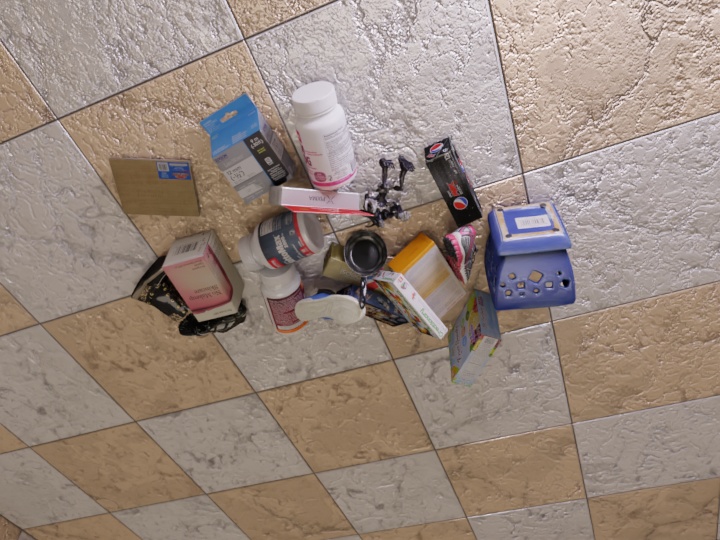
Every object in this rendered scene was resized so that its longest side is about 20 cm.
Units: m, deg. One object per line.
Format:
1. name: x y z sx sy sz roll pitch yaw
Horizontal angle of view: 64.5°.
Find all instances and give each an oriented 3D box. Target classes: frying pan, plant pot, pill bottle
1. frying pan: 0.024 -0.007 1.436 0.111 0.196 0.031 -16 167 -8
2. plant pot: 0.400 -0.043 1.367 0.192 0.203 0.185 -5 124 8
3. pill bottle: -0.079 -0.290 1.233 0.109 0.115 0.204 -8 129 9
4. pill bottle: -0.205 0.064 1.529 0.110 0.116 0.205 -5 130 6
5. pill bottle: -0.199 -0.073 1.414 0.194 0.122 0.121 -20 127 19

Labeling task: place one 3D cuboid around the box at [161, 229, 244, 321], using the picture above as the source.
1. box: -0.409 0.017 1.503 0.124 0.111 0.204 -13 128 13

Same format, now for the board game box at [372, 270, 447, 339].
1. board game box: 0.124 0.084 1.434 0.035 0.125 0.201 -46 109 -14

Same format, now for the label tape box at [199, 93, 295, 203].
1. label tape box: -0.258 -0.271 1.289 0.140 0.067 0.202 -22 127 19

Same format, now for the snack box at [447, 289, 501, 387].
1. snack box: 0.309 0.188 1.573 0.065 0.172 0.204 13 129 -8

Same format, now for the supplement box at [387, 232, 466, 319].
1. supplement box: 0.173 0.022 1.475 0.125 0.073 0.201 -40 122 -4

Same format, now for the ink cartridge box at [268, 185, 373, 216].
1. ink cartridge box: -0.088 -0.156 1.271 0.194 0.175 0.047 0 100 -27

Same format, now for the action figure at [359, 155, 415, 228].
1. action figure: 0.058 -0.163 1.341 0.115 0.104 0.204 4 129 -16

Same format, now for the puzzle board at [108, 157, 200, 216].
1. puzzle board: -0.496 -0.203 1.388 0.192 0.018 0.154 2 128 0

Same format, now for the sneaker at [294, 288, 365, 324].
1. sneaker: -0.064 0.090 1.484 0.193 0.111 0.080 -5 100 24

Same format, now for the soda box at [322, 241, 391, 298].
1. soda box: 0.000 0.000 1.501 0.194 0.065 0.069 20 129 -14

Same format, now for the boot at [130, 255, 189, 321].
1. boot: -0.524 0.054 1.562 0.149 0.075 0.198 37 126 -24

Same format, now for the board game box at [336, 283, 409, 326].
1. board game box: 0.038 0.098 1.551 0.195 0.036 0.135 22 161 -16

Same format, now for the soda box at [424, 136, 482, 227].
1. soda box: 0.217 -0.202 1.325 0.069 0.064 0.202 -20 125 20

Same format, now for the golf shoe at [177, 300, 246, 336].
1. golf shoe: -0.412 0.153 1.611 0.193 0.079 0.096 -17 147 -10

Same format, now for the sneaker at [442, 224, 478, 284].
1. sneaker: 0.261 -0.035 1.432 0.073 0.082 0.201 -32 151 -5
